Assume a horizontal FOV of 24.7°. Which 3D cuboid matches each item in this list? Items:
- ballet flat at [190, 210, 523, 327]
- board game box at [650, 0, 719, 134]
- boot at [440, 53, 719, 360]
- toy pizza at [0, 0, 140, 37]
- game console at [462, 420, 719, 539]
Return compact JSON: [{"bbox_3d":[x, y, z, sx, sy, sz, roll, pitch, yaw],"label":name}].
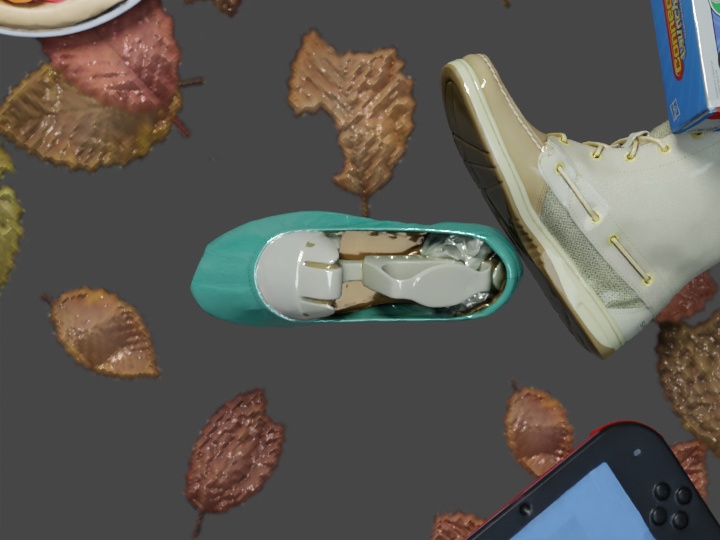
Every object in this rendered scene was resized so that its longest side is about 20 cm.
[{"bbox_3d":[0.000,0.000,0.953,0.197,0.070,0.068,-2,96,-7],"label":"ballet flat"},{"bbox_3d":[0.263,-0.187,0.947,0.193,0.056,0.203,-4,81,-13],"label":"board game box"},{"bbox_3d":[0.150,-0.069,0.968,0.154,0.072,0.201,-33,104,-3],"label":"boot"},{"bbox_3d":[-0.185,-0.233,0.919,0.197,0.032,0.203,-1,97,-4],"label":"toy pizza"},{"bbox_3d":[0.139,0.209,0.987,0.199,0.031,0.178,-35,91,-15],"label":"game console"}]
